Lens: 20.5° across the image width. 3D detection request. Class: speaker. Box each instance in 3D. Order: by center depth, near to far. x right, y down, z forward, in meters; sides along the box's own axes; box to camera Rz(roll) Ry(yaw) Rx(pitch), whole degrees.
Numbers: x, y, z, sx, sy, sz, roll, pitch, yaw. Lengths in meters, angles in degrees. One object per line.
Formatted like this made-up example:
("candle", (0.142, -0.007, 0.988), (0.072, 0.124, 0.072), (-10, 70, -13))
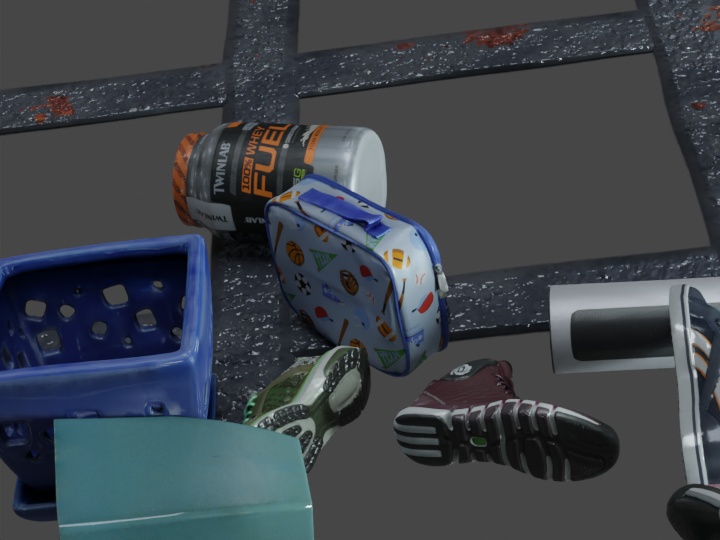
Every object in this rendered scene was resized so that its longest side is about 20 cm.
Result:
("speaker", (0.270, 0.048, 1.779), (0.199, 0.081, 0.081), (-3, 35, 8))

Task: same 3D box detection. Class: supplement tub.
("supplement tub", (-0.082, -0.088, 2.018), (0.199, 0.123, 0.123), (2, 36, 17))

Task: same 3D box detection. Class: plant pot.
("plant pot", (-0.140, 0.207, 1.602), (0.199, 0.142, 0.141), (-5, 34, -7))
("plant pot", (-0.220, 0.101, 1.722), (0.199, 0.180, 0.200), (-6, 33, 3))

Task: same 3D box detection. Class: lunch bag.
("lunch bag", (0.000, 0.000, 1.838), (0.075, 0.161, 0.200), (-33, 40, -30))

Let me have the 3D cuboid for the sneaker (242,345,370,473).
("sneaker", (-0.075, 0.134, 1.757), (0.088, 0.077, 0.200), (3, 29, 40))

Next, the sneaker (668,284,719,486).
("sneaker", (0.301, 0.093, 1.659), (0.079, 0.079, 0.201), (-9, 49, 11))

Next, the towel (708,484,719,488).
("towel", (0.340, 0.205, 1.581), (0.146, 0.030, 0.200), (-5, 35, 7))

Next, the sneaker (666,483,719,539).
("sneaker", (0.284, 0.248, 1.471), (0.200, 0.075, 0.115), (34, 65, 31))

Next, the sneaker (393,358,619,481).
("sneaker", (0.136, 0.116, 1.718), (0.199, 0.076, 0.116), (5, 34, 21))
